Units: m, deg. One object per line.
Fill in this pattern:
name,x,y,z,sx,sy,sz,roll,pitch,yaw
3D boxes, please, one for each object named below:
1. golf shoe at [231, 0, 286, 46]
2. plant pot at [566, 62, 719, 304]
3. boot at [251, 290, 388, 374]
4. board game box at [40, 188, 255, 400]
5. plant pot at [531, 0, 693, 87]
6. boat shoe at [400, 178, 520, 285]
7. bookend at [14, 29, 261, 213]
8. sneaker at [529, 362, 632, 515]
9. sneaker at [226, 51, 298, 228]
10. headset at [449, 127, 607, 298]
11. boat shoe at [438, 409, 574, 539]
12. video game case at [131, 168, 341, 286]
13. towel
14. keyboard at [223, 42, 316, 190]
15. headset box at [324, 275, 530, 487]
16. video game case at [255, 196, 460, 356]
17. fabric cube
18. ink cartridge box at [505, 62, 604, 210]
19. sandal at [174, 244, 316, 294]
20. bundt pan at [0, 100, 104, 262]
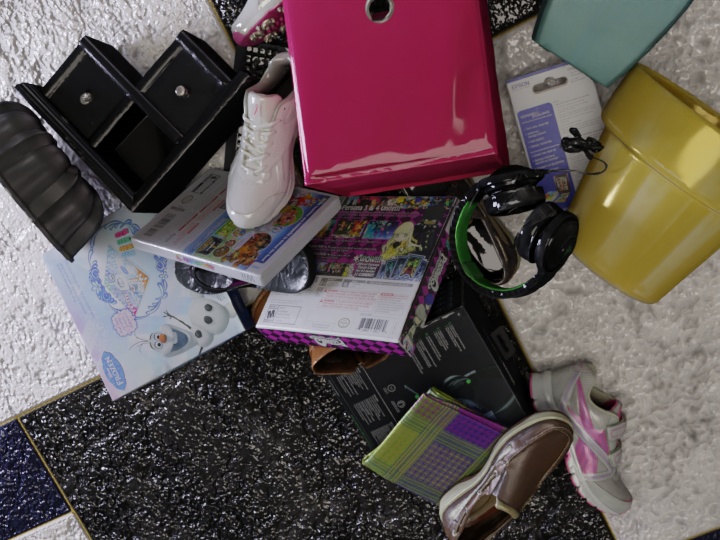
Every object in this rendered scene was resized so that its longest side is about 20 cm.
golf shoe,-0.078,-0.333,1.181,0.200,0.075,0.092,-43,81,15
plant pot,0.307,-0.079,1.108,0.200,0.201,0.190,34,111,-2
boot,-0.044,0.067,1.234,0.198,0.156,0.077,-16,129,16
board game box,-0.257,0.023,1.303,0.197,0.043,0.202,-27,89,15
plant pot,0.262,-0.296,1.086,0.140,0.141,0.201,32,105,-2
boat shoe,0.109,-0.064,1.221,0.200,0.073,0.074,44,108,-6
bookend,-0.241,-0.204,1.211,0.199,0.092,0.200,46,99,6
sneaker,0.277,0.196,1.269,0.088,0.081,0.201,-27,101,17
sneaker,-0.106,-0.146,1.157,0.077,0.099,0.202,11,74,18
headset,0.164,-0.058,1.074,0.200,0.094,0.124,-46,66,27
boat shoe,0.167,0.242,1.195,0.074,0.075,0.203,27,119,-20
video game case,-0.138,-0.052,1.188,0.198,0.143,0.018,15,137,36
towel,0.117,0.217,1.236,0.198,0.023,0.144,26,121,-19
keyboard,-0.095,-0.158,1.254,0.125,0.021,0.203,10,108,6
headset box,0.085,0.126,1.262,0.198,0.093,0.175,-28,108,16
video game case,0.000,0.000,1.174,0.198,0.183,0.036,2,148,37
fabric cube,0.041,-0.193,1.105,0.194,0.200,0.202,-7,89,11
ink cartridge box,0.232,-0.130,1.203,0.094,0.037,0.202,-15,106,12
sandal,-0.140,-0.008,1.196,0.198,0.048,0.076,-1,102,35
bundt pan,-0.364,-0.110,1.229,0.076,0.202,0.203,-38,98,-9
